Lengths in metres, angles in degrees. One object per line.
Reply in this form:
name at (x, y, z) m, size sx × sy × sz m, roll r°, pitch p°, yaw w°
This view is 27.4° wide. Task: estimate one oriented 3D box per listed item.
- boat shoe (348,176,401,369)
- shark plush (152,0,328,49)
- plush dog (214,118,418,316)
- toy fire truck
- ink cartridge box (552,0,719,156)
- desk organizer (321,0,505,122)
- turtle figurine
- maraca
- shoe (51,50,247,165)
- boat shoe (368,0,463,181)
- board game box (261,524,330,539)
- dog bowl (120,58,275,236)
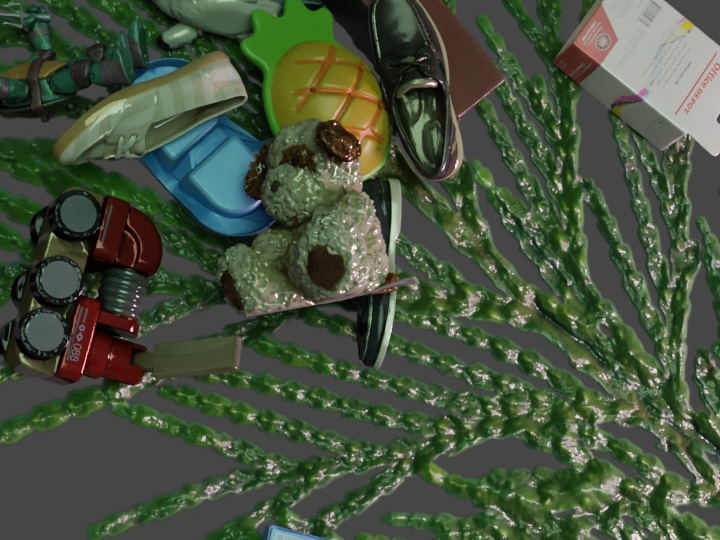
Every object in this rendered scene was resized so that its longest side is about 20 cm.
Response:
boat shoe at (0.001, -0.001, 1.475) m, size 0.066 × 0.075 × 0.201 m, roll 8°, pitch 76°, yaw -12°
shark plush at (-0.128, -0.288, 1.507) m, size 0.199 × 0.091 × 0.084 m, roll -4°, pitch 49°, yaw -12°
plush dog at (-0.036, -0.058, 1.379) m, size 0.160 × 0.200 × 0.173 m, roll -7°, pitch 85°, yaw -39°
toy fire truck at (-0.217, 0.030, 1.389) m, size 0.199 × 0.129 × 0.177 m, roll 20°, pitch 73°, yaw -23°
ink cartridge box at (0.327, -0.217, 1.619) m, size 0.200 × 0.067 × 0.117 m, roll 39°, pitch 71°, yaw -4°
desk organizer at (0.054, -0.244, 1.545) m, size 0.077 × 0.072 × 0.200 m, roll -39°, pitch 91°, yaw -22°
turtle figurine at (-0.309, -0.194, 1.412) m, size 0.199 × 0.101 × 0.150 m, roll -7°, pitch 39°, yaw 8°
maraca at (-0.042, -0.179, 1.480) m, size 0.137 × 0.107 × 0.201 m, roll -28°, pitch 90°, yaw -35°
shoe at (-0.197, -0.145, 1.398) m, size 0.199 × 0.070 × 0.054 m, roll -30°, pitch 79°, yaw -21°
boat shoe at (0.058, -0.187, 1.467) m, size 0.073 × 0.065 × 0.201 m, roll -20°, pitch 94°, yaw 6°
board game box at (-0.040, 0.359, 1.404) m, size 0.150 × 0.037 × 0.201 m, roll 16°, pitch 74°, yaw -12°
dog bowl at (-0.159, -0.116, 1.466) m, size 0.200 × 0.050 × 0.111 m, roll 47°, pitch 70°, yaw -2°
